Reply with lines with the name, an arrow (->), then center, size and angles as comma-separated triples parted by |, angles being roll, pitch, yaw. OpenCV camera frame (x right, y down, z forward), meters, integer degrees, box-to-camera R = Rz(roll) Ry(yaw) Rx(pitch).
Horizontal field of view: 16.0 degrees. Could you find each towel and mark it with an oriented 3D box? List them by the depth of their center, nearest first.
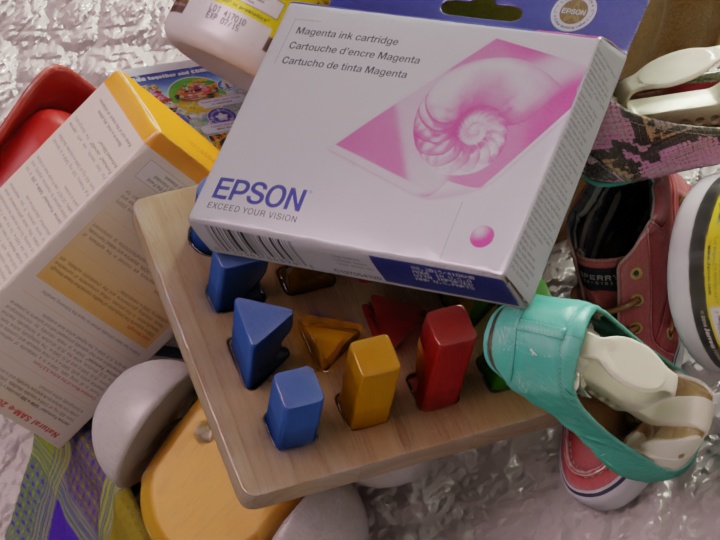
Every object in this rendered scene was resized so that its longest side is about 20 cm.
towel -> -0.171, 0.172, 1.580 | 0.200, 0.023, 0.144 | 55, 138, 43

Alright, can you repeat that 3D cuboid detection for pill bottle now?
pill bottle -> 0.273, 0.000, 1.361 | 0.200, 0.112, 0.113 | 0, 62, 35
pill bottle -> -0.034, -0.210, 1.617 | 0.109, 0.109, 0.200 | 23, 84, 42

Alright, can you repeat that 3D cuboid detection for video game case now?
video game case -> -0.065, -0.075, 1.660 | 0.143, 0.018, 0.200 | -11, 44, -21

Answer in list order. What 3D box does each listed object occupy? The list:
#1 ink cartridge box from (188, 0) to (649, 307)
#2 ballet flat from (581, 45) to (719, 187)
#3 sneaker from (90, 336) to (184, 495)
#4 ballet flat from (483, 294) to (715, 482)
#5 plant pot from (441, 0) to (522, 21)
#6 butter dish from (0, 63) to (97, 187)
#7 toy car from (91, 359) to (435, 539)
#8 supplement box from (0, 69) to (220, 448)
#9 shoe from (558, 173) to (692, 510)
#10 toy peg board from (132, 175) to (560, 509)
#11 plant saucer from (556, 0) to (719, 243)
ink cartridge box -> 0.032, -0.087, 1.359 | 0.196, 0.043, 0.200 | 9, 66, 31
ballet flat -> 0.208, -0.094, 1.424 | 0.199, 0.071, 0.069 | -9, 41, -18
sneaker -> -0.107, 0.076, 1.618 | 0.200, 0.075, 0.085 | -49, 44, 13
ballet flat -> 0.144, 0.069, 1.350 | 0.070, 0.200, 0.068 | 8, 74, 42
plant pot -> 0.073, -0.178, 1.528 | 0.187, 0.200, 0.188 | -7, 63, 15
butter dish -> -0.181, -0.003, 1.669 | 0.148, 0.200, 0.200 | 34, 86, 20
toy car -> -0.043, 0.092, 1.512 | 0.175, 0.150, 0.200 | 36, 90, 16
supplement box -> -0.163, -0.004, 1.530 | 0.200, 0.126, 0.074 | -44, 46, 8
shoe -> 0.143, 0.029, 1.451 | 0.071, 0.091, 0.201 | 5, 66, 38
toy peg board -> 0.000, 0.000, 1.409 | 0.199, 0.098, 0.200 | -14, 60, -17
plant saucer -> 0.137, -0.107, 1.467 | 0.035, 0.200, 0.200 | 36, 86, 25
